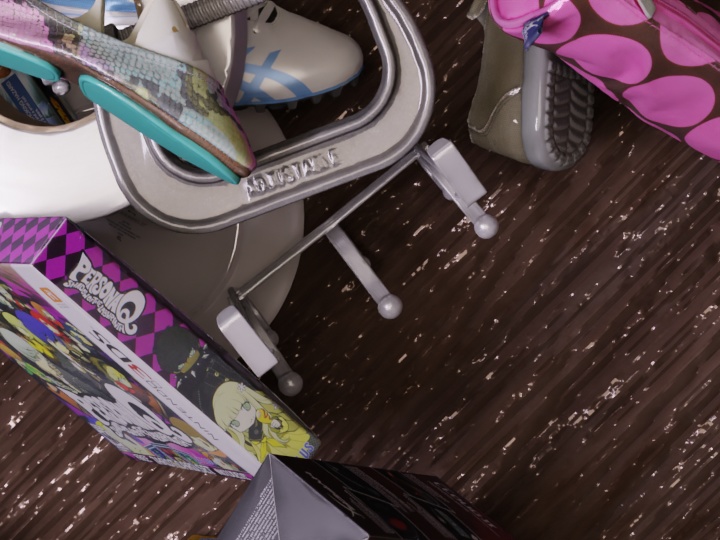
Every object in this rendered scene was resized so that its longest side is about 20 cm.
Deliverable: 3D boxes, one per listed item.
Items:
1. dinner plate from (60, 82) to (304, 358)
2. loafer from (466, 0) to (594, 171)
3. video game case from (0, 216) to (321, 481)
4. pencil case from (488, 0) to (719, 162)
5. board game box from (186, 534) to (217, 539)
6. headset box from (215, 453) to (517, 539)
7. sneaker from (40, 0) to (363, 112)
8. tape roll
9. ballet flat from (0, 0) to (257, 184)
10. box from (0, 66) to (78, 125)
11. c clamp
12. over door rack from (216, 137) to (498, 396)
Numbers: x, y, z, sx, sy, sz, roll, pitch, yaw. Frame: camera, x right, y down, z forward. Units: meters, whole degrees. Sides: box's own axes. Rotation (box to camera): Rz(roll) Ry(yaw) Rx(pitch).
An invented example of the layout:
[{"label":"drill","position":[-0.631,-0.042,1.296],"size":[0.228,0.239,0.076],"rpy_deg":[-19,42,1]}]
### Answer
[{"label":"dinner plate","position":[-0.131,-0.029,1.399],"size":[0.199,0.024,0.202],"rpy_deg":[0,93,7]},{"label":"loafer","position":[0.088,-0.154,1.342],"size":[0.069,0.075,0.201],"rpy_deg":[-1,78,35]},{"label":"video game case","position":[-0.134,0.041,1.287],"size":[0.181,0.200,0.036],"rpy_deg":[43,71,-23]},{"label":"pencil case","position":[0.159,-0.118,1.283],"size":[0.199,0.093,0.091],"rpy_deg":[26,67,-35]},{"label":"board game box","position":[-0.002,0.229,1.383],"size":[0.199,0.040,0.154],"rpy_deg":[1,92,6]},{"label":"headset box","position":[-0.009,0.180,1.271],"size":[0.075,0.200,0.149],"rpy_deg":[36,100,29]},{"label":"sneaker","position":[-0.094,-0.140,1.361],"size":[0.199,0.072,0.073],"rpy_deg":[15,125,7]},{"label":"tape roll","position":[-0.159,-0.125,1.304],"size":[0.201,0.071,0.204],"rpy_deg":[0,93,4]},{"label":"ballet flat","position":[-0.132,-0.114,1.218],"size":[0.199,0.069,0.071],"rpy_deg":[25,81,0]},{"label":"box","position":[-0.249,-0.096,1.387],"size":[0.137,0.040,0.200],"rpy_deg":[-37,81,10]},{"label":"c clamp","position":[-0.067,-0.110,1.251],"size":[0.199,0.027,0.172],"rpy_deg":[-14,93,5]},{"label":"over door rack","position":[0.000,0.000,1.292],"size":[0.148,0.200,0.067],"rpy_deg":[-39,94,1]}]
